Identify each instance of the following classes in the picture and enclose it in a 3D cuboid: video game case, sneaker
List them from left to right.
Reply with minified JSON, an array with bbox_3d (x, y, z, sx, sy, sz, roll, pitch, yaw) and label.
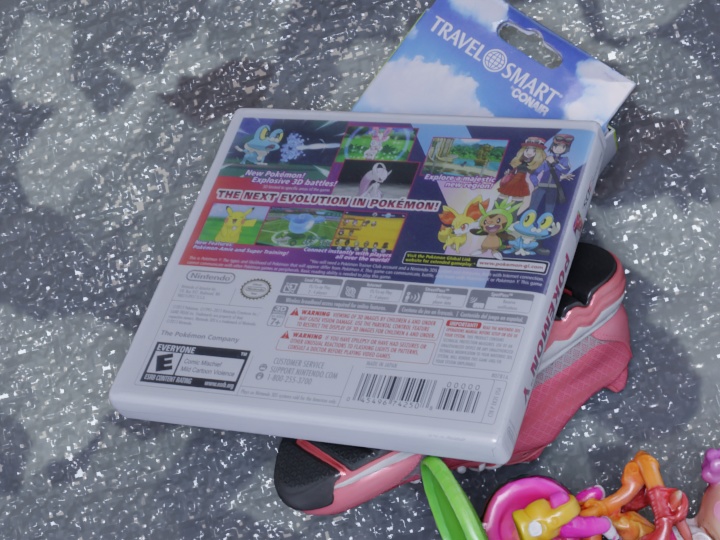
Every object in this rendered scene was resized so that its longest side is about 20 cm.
[{"bbox_3d":[0.000,0.000,0.885,0.199,0.023,0.183,4,55,26],"label":"video game case"},{"bbox_3d":[0.054,0.071,0.894,0.200,0.087,0.074,-32,32,-15],"label":"sneaker"}]

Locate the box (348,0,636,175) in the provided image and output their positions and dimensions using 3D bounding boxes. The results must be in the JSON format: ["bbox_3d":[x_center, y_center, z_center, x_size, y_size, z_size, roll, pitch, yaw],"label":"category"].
[{"bbox_3d":[0.039,-0.039,0.962,0.122,0.048,0.200,35,85,18],"label":"box"}]

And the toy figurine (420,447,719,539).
[{"bbox_3d":[0.146,0.142,0.847,0.184,0.150,0.201,-23,95,-8],"label":"toy figurine"}]
